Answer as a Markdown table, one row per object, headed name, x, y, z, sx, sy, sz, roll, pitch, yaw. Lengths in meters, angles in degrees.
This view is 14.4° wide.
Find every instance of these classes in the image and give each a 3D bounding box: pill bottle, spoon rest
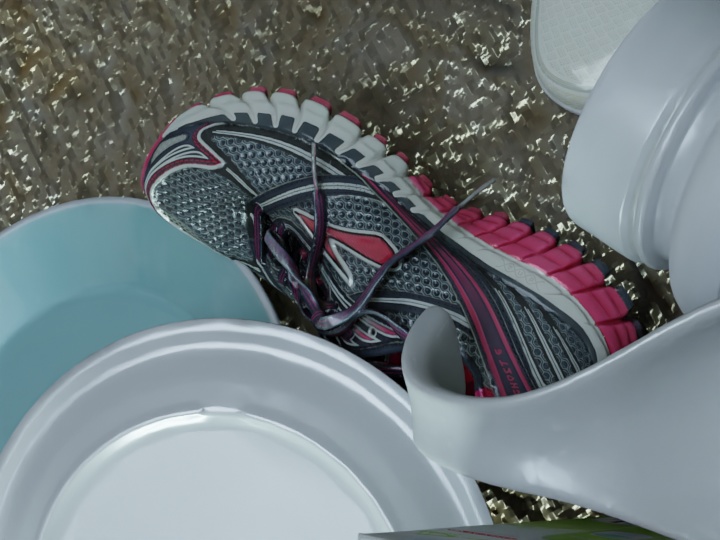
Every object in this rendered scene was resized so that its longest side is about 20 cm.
| name | x | y | z | sx | sy | sz | roll | pitch | yaw |
| --- | --- | --- | --- | --- | --- | --- | --- | --- | --- |
| pill bottle | 0.172 | -0.009 | 0.922 | 0.200 | 0.113 | 0.114 | 33 | 103 | 25 |
| spoon rest | 0.095 | 0.047 | 0.885 | 0.200 | 0.061 | 0.100 | 4 | 115 | 34 |

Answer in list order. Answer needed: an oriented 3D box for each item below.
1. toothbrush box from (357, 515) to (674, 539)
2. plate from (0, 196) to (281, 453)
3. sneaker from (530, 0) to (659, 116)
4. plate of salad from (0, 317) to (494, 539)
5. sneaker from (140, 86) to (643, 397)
| name | x | y | z | sx | sy | sz | roll | pitch | yaw |
| --- | --- | --- | --- | --- | --- | --- | --- | --- | --- |
| toothbrush box | 0.100 | 0.133 | 0.905 | 0.145 | 0.200 | 0.086 | 9 | 92 | 28 |
| plate | -0.105 | 0.070 | 1.098 | 0.200 | 0.026 | 0.201 | -10 | 70 | 28 |
| sneaker | 0.103 | -0.149 | 0.985 | 0.075 | 0.081 | 0.200 | 26 | 101 | 24 |
| plate of salad | -0.042 | 0.115 | 1.010 | 0.200 | 0.048 | 0.201 | 2 | 98 | 17 |
| sneaker | 0.000 | 0.000 | 1.017 | 0.200 | 0.081 | 0.075 | 27 | 56 | 27 |
